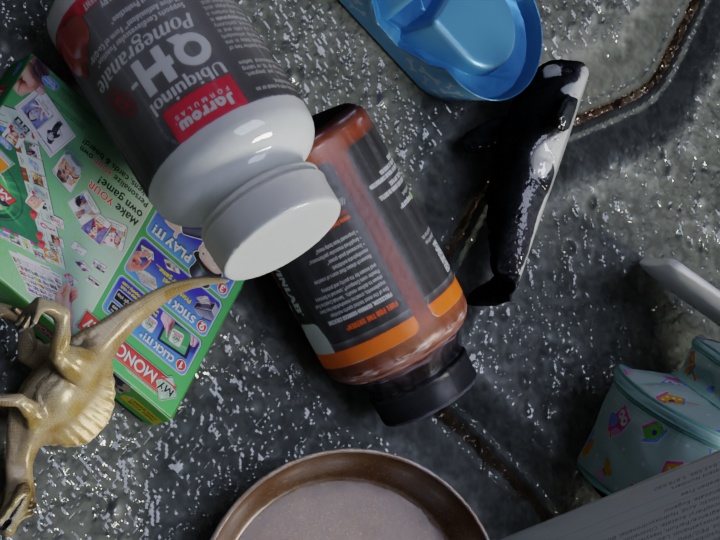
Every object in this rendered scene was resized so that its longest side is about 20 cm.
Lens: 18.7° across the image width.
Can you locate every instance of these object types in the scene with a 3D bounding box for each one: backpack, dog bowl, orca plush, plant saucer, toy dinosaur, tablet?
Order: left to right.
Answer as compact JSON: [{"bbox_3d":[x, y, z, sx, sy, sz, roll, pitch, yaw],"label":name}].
[{"bbox_3d":[-0.175,0.056,1.292,0.101,0.058,0.200,44,77,-35],"label":"toy dinosaur"},{"bbox_3d":[-0.009,0.211,1.375,0.200,0.034,0.201,1,87,-14],"label":"plant saucer"},{"bbox_3d":[0.044,-0.199,1.546,0.200,0.050,0.112,45,55,-22],"label":"dog bowl"},{"bbox_3d":[0.103,-0.071,1.567,0.071,0.105,0.200,18,79,6],"label":"orca plush"},{"bbox_3d":[0.262,0.135,1.556,0.200,0.176,0.154,13,104,-28],"label":"backpack"},{"bbox_3d":[0.296,0.051,1.611,0.200,0.130,0.014,35,89,-2],"label":"tablet"}]

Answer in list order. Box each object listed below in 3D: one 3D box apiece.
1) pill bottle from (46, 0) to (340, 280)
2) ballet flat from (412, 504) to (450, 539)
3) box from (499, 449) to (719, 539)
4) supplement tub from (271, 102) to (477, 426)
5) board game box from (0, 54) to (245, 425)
[{"bbox_3d":[-0.097,-0.097,1.322,0.111,0.111,0.200,-17,66,-40],"label":"pill bottle"},{"bbox_3d":[0.054,0.240,1.450,0.070,0.067,0.200,-11,86,-65],"label":"ballet flat"},{"bbox_3d":[0.213,0.252,1.443,0.199,0.200,0.131,51,27,-29],"label":"box"},{"bbox_3d":[0.000,0.000,1.425,0.107,0.107,0.200,-36,103,-39],"label":"supplement tub"},{"bbox_3d":[-0.165,-0.017,1.344,0.200,0.029,0.135,42,57,-24],"label":"board game box"}]
